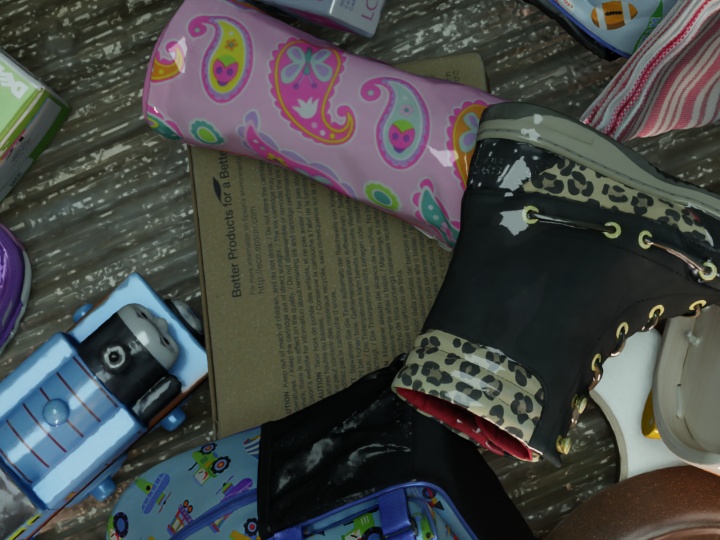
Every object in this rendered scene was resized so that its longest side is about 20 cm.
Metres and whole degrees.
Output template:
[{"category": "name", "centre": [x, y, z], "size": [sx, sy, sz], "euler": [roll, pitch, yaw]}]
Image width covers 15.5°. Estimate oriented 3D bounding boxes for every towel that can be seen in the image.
[{"category": "towel", "centre": [0.193, -0.121, 1.320], "size": [0.030, 0.200, 0.146], "euler": [46, 113, 14]}]

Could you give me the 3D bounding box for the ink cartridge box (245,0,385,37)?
[{"category": "ink cartridge box", "centre": [-0.046, -0.197, 1.374], "size": [0.042, 0.200, 0.120], "euler": [21, 89, -40]}]

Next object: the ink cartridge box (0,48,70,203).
[{"category": "ink cartridge box", "centre": [-0.239, -0.110, 1.356], "size": [0.148, 0.200, 0.076], "euler": [39, 88, 3]}]

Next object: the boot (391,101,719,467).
[{"category": "boot", "centre": [0.120, 0.029, 1.245], "size": [0.203, 0.073, 0.154], "euler": [28, 73, -16]}]

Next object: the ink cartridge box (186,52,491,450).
[{"category": "ink cartridge box", "centre": [0.000, 0.000, 1.377], "size": [0.164, 0.075, 0.201], "euler": [-8, 70, 5]}]

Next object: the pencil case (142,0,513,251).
[{"category": "pencil case", "centre": [-0.008, -0.073, 1.322], "size": [0.199, 0.087, 0.088], "euler": [22, 88, 13]}]

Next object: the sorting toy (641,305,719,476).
[{"category": "sorting toy", "centre": [0.255, 0.053, 1.380], "size": [0.180, 0.107, 0.201], "euler": [26, 67, -18]}]

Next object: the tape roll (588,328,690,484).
[{"category": "tape roll", "centre": [0.090, 0.105, 1.417], "size": [0.202, 0.037, 0.204], "euler": [0, 86, 2]}]

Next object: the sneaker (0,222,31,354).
[{"category": "sneaker", "centre": [-0.262, 0.046, 1.405], "size": [0.200, 0.088, 0.081], "euler": [-38, 85, -2]}]

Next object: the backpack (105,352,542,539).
[{"category": "backpack", "centre": [-0.022, 0.159, 1.289], "size": [0.199, 0.135, 0.183], "euler": [-20, 128, 14]}]

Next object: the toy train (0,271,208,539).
[{"category": "toy train", "centre": [-0.164, 0.087, 1.386], "size": [0.200, 0.114, 0.087], "euler": [-41, 87, 0]}]

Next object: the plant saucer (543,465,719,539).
[{"category": "plant saucer", "centre": [0.175, 0.203, 1.385], "size": [0.199, 0.034, 0.201], "euler": [-2, 100, -8]}]

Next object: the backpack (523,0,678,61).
[{"category": "backpack", "centre": [0.134, -0.195, 1.345], "size": [0.200, 0.191, 0.154], "euler": [37, 122, 4]}]
